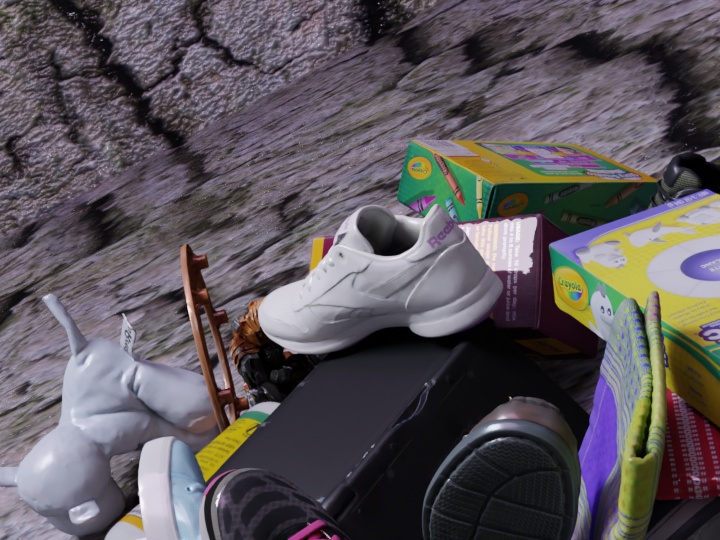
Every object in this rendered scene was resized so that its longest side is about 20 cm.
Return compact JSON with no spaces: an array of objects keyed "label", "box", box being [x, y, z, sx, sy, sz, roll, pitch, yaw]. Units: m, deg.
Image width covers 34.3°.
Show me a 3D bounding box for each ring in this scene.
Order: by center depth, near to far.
[{"label":"ring","box":[-0.120,0.073,1.005,0.019,0.201,0.200,-15,18,-3]}]

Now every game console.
[{"label":"game console","box":[0.029,0.129,0.759,0.200,0.176,0.116,-45,-2,-39]}]

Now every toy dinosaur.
[{"label":"toy dinosaur","box":[-0.072,0.084,0.984,0.102,0.136,0.200,-45,-23,-1]}]

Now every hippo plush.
[{"label":"hippo plush","box":[-0.218,0.155,1.028,0.159,0.200,0.161,15,59,10]}]

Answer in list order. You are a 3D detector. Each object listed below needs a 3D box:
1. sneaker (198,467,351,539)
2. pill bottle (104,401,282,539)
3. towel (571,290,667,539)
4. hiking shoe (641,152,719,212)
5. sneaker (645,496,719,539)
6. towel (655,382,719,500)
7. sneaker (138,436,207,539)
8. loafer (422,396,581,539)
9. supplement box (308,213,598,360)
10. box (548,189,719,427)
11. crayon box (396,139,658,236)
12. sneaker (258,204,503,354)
[{"label":"sneaker","box":[-0.005,0.166,0.594,0.074,0.200,0.088,-25,-29,-37]},{"label":"pill bottle","box":[-0.103,0.191,0.796,0.200,0.113,0.113,-39,21,-30]},{"label":"towel","box":[0.113,0.125,0.569,0.023,0.200,0.144,12,33,5]},{"label":"hiking shoe","box":[0.250,-0.044,0.921,0.200,0.101,0.076,-20,20,25]},{"label":"sneaker","box":[0.171,0.111,0.644,0.202,0.077,0.146,-28,27,-30]},{"label":"towel","box":[0.245,0.066,0.592,0.200,0.023,0.145,-6,25,12]},{"label":"sneaker","box":[-0.071,0.177,0.673,0.082,0.074,0.200,-20,57,-4]},{"label":"loafer","box":[0.070,0.127,0.594,0.072,0.200,0.063,15,43,11]},{"label":"supplement box","box":[0.070,0.021,0.895,0.200,0.110,0.086,-5,72,33]},{"label":"box","box":[0.200,0.019,0.629,0.117,0.048,0.200,-19,28,-15]},{"label":"crayon box","box":[0.148,-0.068,1.007,0.200,0.058,0.119,-3,24,-34]},{"label":"sneaker","box":[0.000,0.000,0.807,0.200,0.100,0.075,-13,30,38]}]
